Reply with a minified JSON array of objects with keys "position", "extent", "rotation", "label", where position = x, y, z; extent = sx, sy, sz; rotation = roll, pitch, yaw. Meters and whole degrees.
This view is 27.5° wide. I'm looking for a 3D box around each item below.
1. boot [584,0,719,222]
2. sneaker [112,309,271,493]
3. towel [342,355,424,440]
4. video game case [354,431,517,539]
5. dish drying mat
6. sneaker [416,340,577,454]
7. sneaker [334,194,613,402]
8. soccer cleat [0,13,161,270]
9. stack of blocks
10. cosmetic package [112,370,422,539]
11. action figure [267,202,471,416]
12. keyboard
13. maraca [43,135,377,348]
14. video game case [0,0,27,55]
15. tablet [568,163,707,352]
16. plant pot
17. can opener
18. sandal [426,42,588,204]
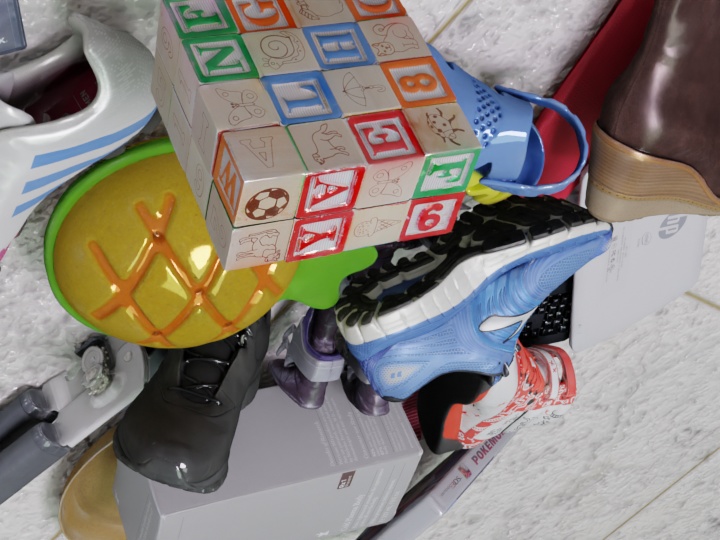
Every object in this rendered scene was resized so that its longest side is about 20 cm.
[{"position":[0.228,-0.119,0.939],"extent":[0.199,0.072,0.168],"rotation":[-16,132,-44],"label":"boot"},{"position":[-0.098,0.062,0.910],"extent":[0.075,0.200,0.091],"rotation":[19,114,-3],"label":"sneaker"},{"position":[0.054,0.097,1.170],"extent":[0.198,0.023,0.145],"rotation":[-16,144,-17],"label":"towel"},{"position":[0.035,0.202,1.200],"extent":[0.200,0.023,0.182],"rotation":[-45,175,32],"label":"video game case"},{"position":[0.155,-0.113,0.972],"extent":[0.076,0.018,0.201],"rotation":[2,135,-37],"label":"dish drying mat"},{"position":[0.109,0.069,1.066],"extent":[0.107,0.068,0.202],"rotation":[-14,156,-15],"label":"sneaker"},{"position":[0.078,0.018,0.938],"extent":[0.199,0.078,0.090],"rotation":[-27,119,-19],"label":"sneaker"},{"position":[-0.193,-0.058,0.763],"extent":[0.200,0.070,0.086],"rotation":[-41,153,6],"label":"soccer cleat"},{"position":[-0.039,-0.103,0.693],"extent":[0.114,0.201,0.059],"rotation":[-10,144,-22],"label":"stack of blocks"},{"position":[-0.069,0.143,1.044],"extent":[0.198,0.091,0.107],"rotation":[-14,148,-23],"label":"cosmetic package"},{"position":[0.000,0.000,0.971],"extent":[0.129,0.070,0.201],"rotation":[2,122,-26],"label":"action figure"},{"position":[0.088,0.034,1.078],"extent":[0.198,0.040,0.105],"rotation":[-11,128,-23],"label":"keyboard"},{"position":[-0.082,-0.018,0.848],"extent":[0.198,0.107,0.138],"rotation":[-7,129,-17],"label":"maraca"},{"position":[-0.233,-0.160,0.652],"extent":[0.142,0.019,0.201],"rotation":[-17,145,-15],"label":"video game case"},{"position":[0.211,-0.029,1.089],"extent":[0.129,0.014,0.201],"rotation":[-28,142,-18],"label":"tablet"},{"position":[-0.133,0.150,1.109],"extent":[0.198,0.028,0.201],"rotation":[-17,144,-13],"label":"plant pot"},{"position":[-0.209,0.111,0.984],"extent":[0.199,0.053,0.066],"rotation":[-36,145,12],"label":"can opener"},{"position":[0.067,-0.088,0.870],"extent":[0.199,0.087,0.080],"rotation":[11,86,-50],"label":"sandal"}]
